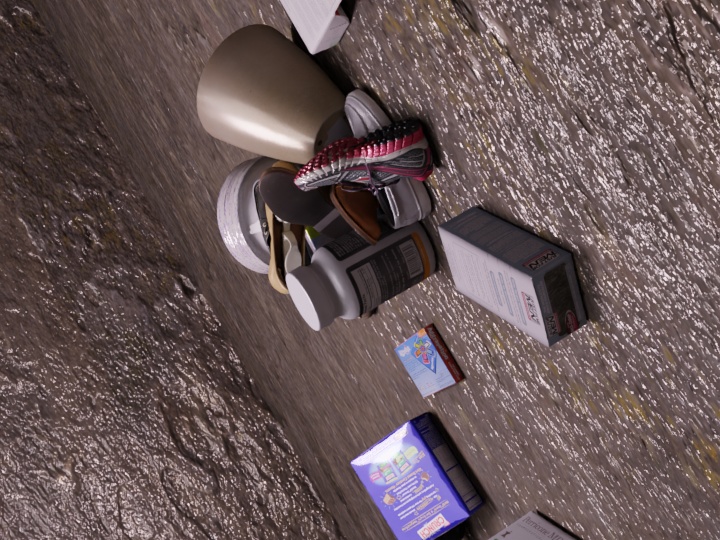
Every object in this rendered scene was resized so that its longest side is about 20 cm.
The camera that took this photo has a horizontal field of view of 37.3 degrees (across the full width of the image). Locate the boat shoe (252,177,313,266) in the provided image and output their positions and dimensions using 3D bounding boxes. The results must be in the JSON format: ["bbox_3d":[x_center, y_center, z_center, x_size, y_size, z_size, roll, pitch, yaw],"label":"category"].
[{"bbox_3d":[-0.121,-0.056,1.664,0.057,0.069,0.200,-12,-104,-63],"label":"boat shoe"}]

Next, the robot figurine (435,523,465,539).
[{"bbox_3d":[0.130,0.485,2.088,0.150,0.125,0.200,-20,99,49],"label":"robot figurine"}]

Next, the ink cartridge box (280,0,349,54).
[{"bbox_3d":[-0.064,-0.392,1.381,0.161,0.050,0.200,60,159,3],"label":"ink cartridge box"}]

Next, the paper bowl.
[{"bbox_3d":[-0.131,-0.097,1.787,0.104,0.201,0.201,-8,112,48],"label":"paper bowl"}]

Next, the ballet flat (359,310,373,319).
[{"bbox_3d":[-0.008,0.027,1.877,0.067,0.046,0.200,53,161,28],"label":"ballet flat"}]

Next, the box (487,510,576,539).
[{"bbox_3d":[0.279,0.517,1.617,0.199,0.171,0.200,20,136,65],"label":"box"}]

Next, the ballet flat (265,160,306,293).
[{"bbox_3d":[-0.103,-0.062,1.582,0.063,0.068,0.201,-149,55,-68],"label":"ballet flat"}]

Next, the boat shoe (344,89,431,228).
[{"bbox_3d":[0.022,-0.151,1.468,0.200,0.068,0.072,63,163,-6],"label":"boat shoe"}]

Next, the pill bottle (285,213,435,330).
[{"bbox_3d":[0.000,0.000,1.548,0.116,0.200,0.116,53,161,27],"label":"pill bottle"}]

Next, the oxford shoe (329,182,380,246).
[{"bbox_3d":[0.000,-0.112,1.516,0.071,0.071,0.200,40,-159,-37],"label":"oxford shoe"}]

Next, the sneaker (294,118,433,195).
[{"bbox_3d":[0.000,-0.133,1.405,0.200,0.081,0.075,-11,118,31],"label":"sneaker"}]

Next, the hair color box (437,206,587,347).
[{"bbox_3d":[0.179,0.003,1.277,0.200,0.061,0.099,36,150,56],"label":"hair color box"}]

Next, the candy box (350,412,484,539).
[{"bbox_3d":[0.103,0.389,1.946,0.169,0.077,0.200,-39,76,31],"label":"candy box"}]

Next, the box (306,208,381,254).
[{"bbox_3d":[-0.026,-0.069,1.645,0.200,0.122,0.048,64,172,-7],"label":"box"}]

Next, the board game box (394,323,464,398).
[{"bbox_3d":[0.112,0.154,1.782,0.103,0.019,0.200,58,163,5],"label":"board game box"}]

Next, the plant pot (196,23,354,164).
[{"bbox_3d":[-0.103,-0.236,1.556,0.200,0.187,0.188,33,150,31],"label":"plant pot"}]

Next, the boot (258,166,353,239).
[{"bbox_3d":[-0.080,-0.111,1.535,0.200,0.074,0.076,28,-143,-49],"label":"boot"}]
